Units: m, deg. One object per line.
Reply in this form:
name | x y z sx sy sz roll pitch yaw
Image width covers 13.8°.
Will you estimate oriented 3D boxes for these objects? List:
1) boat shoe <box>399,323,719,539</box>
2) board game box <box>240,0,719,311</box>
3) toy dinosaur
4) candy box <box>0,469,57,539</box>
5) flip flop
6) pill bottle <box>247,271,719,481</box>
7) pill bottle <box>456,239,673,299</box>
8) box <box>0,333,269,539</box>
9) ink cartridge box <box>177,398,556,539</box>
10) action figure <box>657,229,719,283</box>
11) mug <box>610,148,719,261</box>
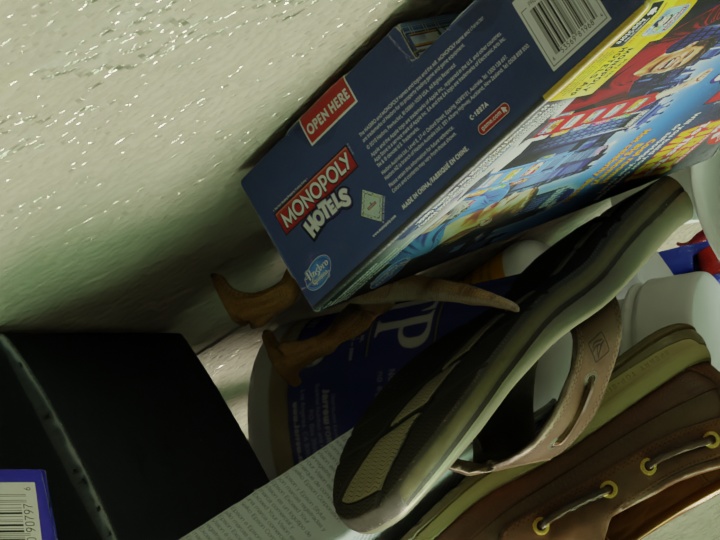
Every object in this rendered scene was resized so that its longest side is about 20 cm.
boat shoe | 0.073 0.105 1.154 0.200 0.068 0.072 -38 162 -10
board game box | 0.090 -0.077 1.089 0.199 0.062 0.200 -16 161 -47
toy dinosaur | 0.000 0.000 1.172 0.106 0.061 0.200 -33 -170 7
candy box | -0.198 0.166 1.061 0.168 0.077 0.201 0 132 -13
flip flop | 0.067 0.037 1.117 0.200 0.058 0.081 -41 -169 -37
pill bottle | 0.063 0.063 1.280 0.199 0.120 0.120 -12 173 21
pill bottle | 0.061 0.060 1.406 0.200 0.110 0.109 -34 165 16
box | -0.152 0.118 1.190 0.200 0.105 0.148 -36 165 19
ink cartridge box | -0.032 0.132 1.181 0.200 0.043 0.197 -31 161 -34
action figure | 0.170 0.002 1.449 0.199 0.066 0.052 -23 144 27
mug | 0.209 -0.044 1.313 0.199 0.149 0.175 -8 179 18
